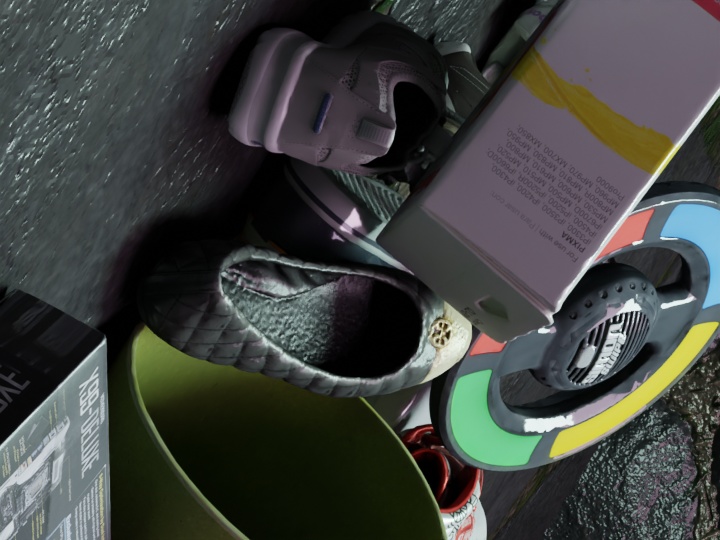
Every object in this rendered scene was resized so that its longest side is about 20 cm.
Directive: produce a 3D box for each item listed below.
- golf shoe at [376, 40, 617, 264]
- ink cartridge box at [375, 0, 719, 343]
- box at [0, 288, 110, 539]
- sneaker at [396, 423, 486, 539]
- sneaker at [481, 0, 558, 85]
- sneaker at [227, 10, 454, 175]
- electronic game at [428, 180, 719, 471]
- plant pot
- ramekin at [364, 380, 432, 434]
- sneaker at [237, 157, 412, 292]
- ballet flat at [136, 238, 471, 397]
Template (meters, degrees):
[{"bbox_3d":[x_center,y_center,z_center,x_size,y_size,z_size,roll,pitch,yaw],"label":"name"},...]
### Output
[{"bbox_3d":[0.092,-0.045,1.534,0.078,0.200,0.095,-11,-134,39],"label":"golf shoe"},{"bbox_3d":[0.104,-0.073,1.313,0.200,0.083,0.145,-53,-178,-10],"label":"ink cartridge box"},{"bbox_3d":[-0.166,0.129,1.149,0.158,0.050,0.200,-49,155,-36],"label":"box"},{"bbox_3d":[0.043,0.132,1.587,0.108,0.067,0.201,-58,165,25],"label":"sneaker"},{"bbox_3d":[0.093,-0.096,1.682,0.100,0.075,0.200,-24,150,-35],"label":"sneaker"},{"bbox_3d":[0.007,-0.069,1.299,0.075,0.082,0.200,-69,165,16],"label":"sneaker"},{"bbox_3d":[0.123,0.031,1.487,0.200,0.042,0.200,-25,146,-19],"label":"electronic game"},{"bbox_3d":[-0.092,0.151,1.339,0.200,0.187,0.187,-48,173,23],"label":"plant pot"},{"bbox_3d":[0.011,0.052,1.637,0.202,0.094,0.202,-53,168,-16],"label":"ramekin"},{"bbox_3d":[0.000,0.000,1.439,0.079,0.078,0.200,-47,145,10],"label":"sneaker"},{"bbox_3d":[-0.018,0.025,1.325,0.200,0.057,0.067,8,84,-43],"label":"ballet flat"}]
